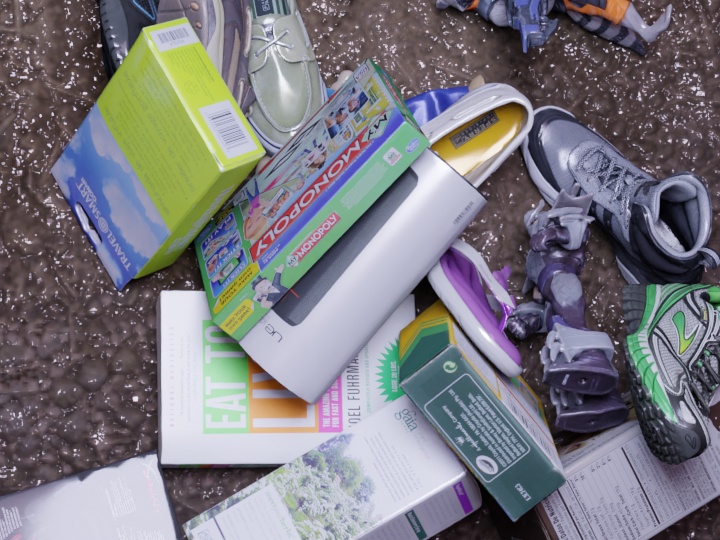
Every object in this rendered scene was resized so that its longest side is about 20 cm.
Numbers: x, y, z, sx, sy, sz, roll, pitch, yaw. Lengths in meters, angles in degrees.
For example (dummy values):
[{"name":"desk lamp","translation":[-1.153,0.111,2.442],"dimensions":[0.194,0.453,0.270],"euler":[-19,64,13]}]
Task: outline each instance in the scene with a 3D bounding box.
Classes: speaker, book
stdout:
[{"name":"speaker","translation":[0.000,0.000,1.111],"dimensions":[0.081,0.081,0.200],"euler":[41,94,4]},{"name":"book","translation":[-0.056,0.085,1.176],"dimensions":[0.199,0.048,0.134],"euler":[0,76,-12]}]

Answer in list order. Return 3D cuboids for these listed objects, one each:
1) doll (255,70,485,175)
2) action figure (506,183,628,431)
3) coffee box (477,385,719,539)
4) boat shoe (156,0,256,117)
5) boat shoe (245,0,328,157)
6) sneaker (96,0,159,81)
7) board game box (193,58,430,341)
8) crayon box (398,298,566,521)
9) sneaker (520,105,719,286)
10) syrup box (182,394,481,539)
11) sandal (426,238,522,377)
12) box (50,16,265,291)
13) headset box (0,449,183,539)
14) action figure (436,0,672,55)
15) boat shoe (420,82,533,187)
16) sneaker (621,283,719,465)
[{"name":"doll","translation":[0.011,-0.100,1.232],"dimensions":[0.200,0.048,0.137],"euler":[-18,82,-7]},{"name":"action figure","translation":[0.150,0.020,1.150],"dimensions":[0.069,0.130,0.200],"euler":[-4,46,-5]},{"name":"coffee box","translation":[0.202,0.150,1.153],"dimensions":[0.200,0.113,0.080],"euler":[-28,94,-14]},{"name":"boat shoe","translation":[-0.114,-0.128,1.170],"dimensions":[0.073,0.200,0.074],"euler":[-17,38,-42]},{"name":"boat shoe","translation":[-0.074,-0.180,1.215],"dimensions":[0.072,0.062,0.200],"euler":[-15,65,-1]},{"name":"sneaker","translation":[-0.172,-0.205,1.220],"dimensions":[0.082,0.073,0.200],"euler":[-11,78,-14]},{"name":"board game box","translation":[-0.041,-0.055,1.121],"dimensions":[0.029,0.135,0.200],"euler":[39,103,-26]},{"name":"crayon box","translation":[0.085,0.092,1.119],"dimensions":[0.052,0.200,0.126],"euler":[-39,97,9]},{"name":"sneaker","translation":[0.213,-0.067,1.219],"dimensions":[0.075,0.114,0.200],"euler":[-39,83,-17]},{"name":"syrup box","translation":[-0.018,0.177,1.104],"dimensions":[0.200,0.081,0.079],"euler":[-30,60,-4]},{"name":"sandal","translation":[0.086,0.006,1.144],"dimensions":[0.050,0.203,0.082],"euler":[-42,119,11]},{"name":"box","translation":[-0.156,-0.081,1.138],"dimensions":[0.048,0.200,0.122],"euler":[-23,78,-38]},{"name":"headset box","translation":[-0.222,0.231,1.089],"dimensions":[0.200,0.075,0.149],"euler":[-17,78,-13]},{"name":"action figure","translation":[0.156,-0.220,1.263],"dimensions":[0.193,0.105,0.200],"euler":[8,49,-2]},{"name":"boat shoe","translation":[0.052,-0.071,1.178],"dimensions":[0.200,0.070,0.071],"euler":[-35,104,0]},{"name":"sneaker","translation":[0.233,0.062,1.085],"dimensions":[0.085,0.200,0.078],"euler":[-11,119,15]}]
